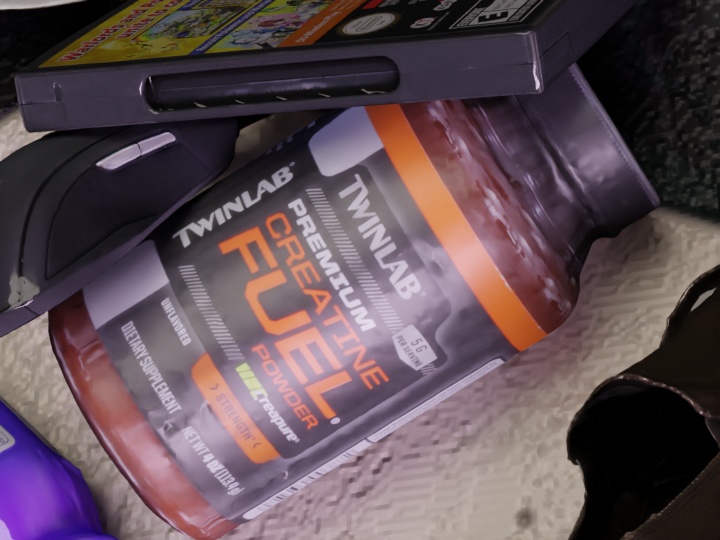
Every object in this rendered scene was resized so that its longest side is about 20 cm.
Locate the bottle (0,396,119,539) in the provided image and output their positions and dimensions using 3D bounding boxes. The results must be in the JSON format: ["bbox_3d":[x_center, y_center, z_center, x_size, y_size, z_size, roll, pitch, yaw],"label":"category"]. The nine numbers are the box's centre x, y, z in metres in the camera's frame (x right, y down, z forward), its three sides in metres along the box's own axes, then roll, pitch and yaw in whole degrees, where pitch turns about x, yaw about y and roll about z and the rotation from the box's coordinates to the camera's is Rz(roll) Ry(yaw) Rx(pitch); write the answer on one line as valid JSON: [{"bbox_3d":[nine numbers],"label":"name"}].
[{"bbox_3d":[-0.137,0.092,0.998,0.200,0.065,0.084,38,85,33],"label":"bottle"}]

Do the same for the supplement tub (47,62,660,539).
[{"bbox_3d":[0.000,0.000,0.958,0.200,0.107,0.107,-33,57,6],"label":"supplement tub"}]

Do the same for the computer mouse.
[{"bbox_3d":[-0.104,-0.028,0.977,0.140,0.046,0.200,-21,14,44],"label":"computer mouse"}]

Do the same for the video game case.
[{"bbox_3d":[0.005,-0.092,0.970,0.181,0.200,0.026,-3,109,22],"label":"video game case"}]

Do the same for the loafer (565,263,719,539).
[{"bbox_3d":[0.106,0.051,0.865,0.073,0.071,0.200,-28,23,31],"label":"loafer"}]

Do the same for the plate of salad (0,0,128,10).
[{"bbox_3d":[-0.128,-0.163,1.115,0.200,0.048,0.200,-1,47,2],"label":"plate of salad"}]
